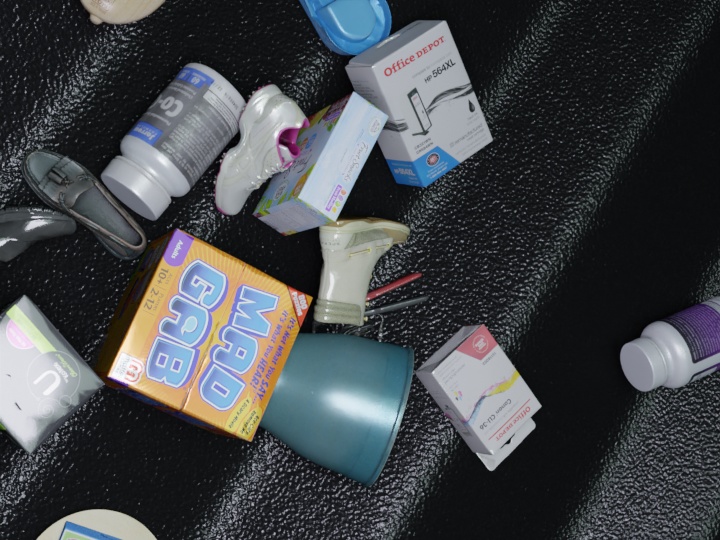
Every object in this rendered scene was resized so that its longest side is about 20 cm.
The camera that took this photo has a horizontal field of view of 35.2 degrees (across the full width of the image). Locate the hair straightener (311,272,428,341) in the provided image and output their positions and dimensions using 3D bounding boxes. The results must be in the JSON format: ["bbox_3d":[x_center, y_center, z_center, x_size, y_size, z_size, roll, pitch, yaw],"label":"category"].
[{"bbox_3d":[0.014,0.072,1.666,0.199,0.041,0.077,-22,94,-22],"label":"hair straightener"}]

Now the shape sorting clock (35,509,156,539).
[{"bbox_3d":[-0.350,0.416,1.491,0.198,0.039,0.202,2,84,-21],"label":"shape sorting clock"}]

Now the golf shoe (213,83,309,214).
[{"bbox_3d":[-0.137,-0.151,1.554,0.091,0.201,0.075,33,29,14],"label":"golf shoe"}]

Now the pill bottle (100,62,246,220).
[{"bbox_3d":[-0.252,-0.173,1.536,0.114,0.114,0.200,41,72,-14],"label":"pill bottle"}]

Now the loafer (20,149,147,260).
[{"bbox_3d":[-0.362,-0.094,1.512,0.200,0.063,0.072,41,72,-15],"label":"loafer"}]

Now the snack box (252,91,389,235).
[{"bbox_3d":[-0.058,-0.142,1.567,0.067,0.200,0.170,31,76,-17],"label":"snack box"}]

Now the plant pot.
[{"bbox_3d":[-0.047,0.173,1.562,0.187,0.200,0.202,18,79,-6],"label":"plant pot"}]

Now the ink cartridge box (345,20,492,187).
[{"bbox_3d":[0.088,-0.247,1.674,0.146,0.084,0.201,-35,115,-20],"label":"ink cartridge box"}]

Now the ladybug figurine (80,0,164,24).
[{"bbox_3d":[-0.317,-0.418,1.550,0.135,0.072,0.201,35,73,-17],"label":"ladybug figurine"}]

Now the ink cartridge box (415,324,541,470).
[{"bbox_3d":[0.190,0.195,1.714,0.116,0.067,0.200,-41,101,-20],"label":"ink cartridge box"}]

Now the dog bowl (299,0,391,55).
[{"bbox_3d":[-0.037,-0.409,1.678,0.111,0.050,0.201,-34,99,-21],"label":"dog bowl"}]

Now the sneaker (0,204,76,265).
[{"bbox_3d":[-0.468,-0.039,1.468,0.198,0.076,0.092,-5,94,-13],"label":"sneaker"}]

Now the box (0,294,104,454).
[{"bbox_3d":[-0.421,0.127,1.397,0.124,0.200,0.149,-44,102,-19],"label":"box"}]

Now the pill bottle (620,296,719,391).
[{"bbox_3d":[0.523,0.123,1.833,0.199,0.111,0.112,-19,93,-23],"label":"pill bottle"}]

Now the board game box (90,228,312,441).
[{"bbox_3d":[-0.215,0.088,1.483,0.199,0.200,0.201,27,77,-17],"label":"board game box"}]

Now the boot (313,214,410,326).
[{"bbox_3d":[0.000,0.000,1.627,0.199,0.072,0.156,-3,99,-58],"label":"boot"}]
